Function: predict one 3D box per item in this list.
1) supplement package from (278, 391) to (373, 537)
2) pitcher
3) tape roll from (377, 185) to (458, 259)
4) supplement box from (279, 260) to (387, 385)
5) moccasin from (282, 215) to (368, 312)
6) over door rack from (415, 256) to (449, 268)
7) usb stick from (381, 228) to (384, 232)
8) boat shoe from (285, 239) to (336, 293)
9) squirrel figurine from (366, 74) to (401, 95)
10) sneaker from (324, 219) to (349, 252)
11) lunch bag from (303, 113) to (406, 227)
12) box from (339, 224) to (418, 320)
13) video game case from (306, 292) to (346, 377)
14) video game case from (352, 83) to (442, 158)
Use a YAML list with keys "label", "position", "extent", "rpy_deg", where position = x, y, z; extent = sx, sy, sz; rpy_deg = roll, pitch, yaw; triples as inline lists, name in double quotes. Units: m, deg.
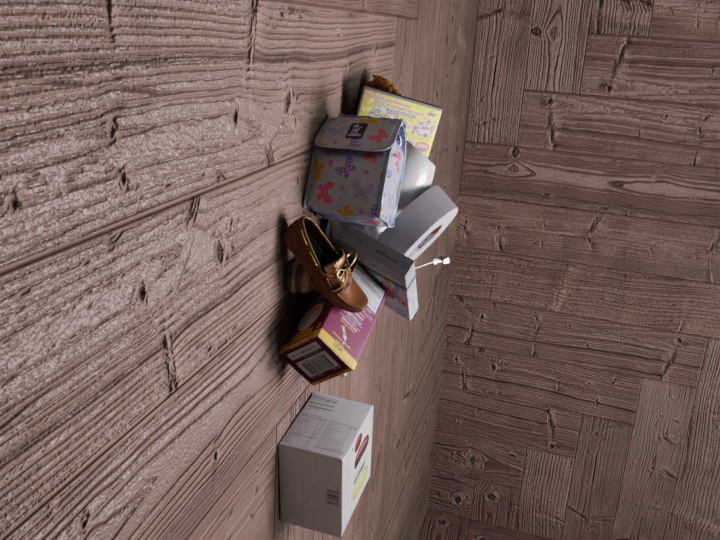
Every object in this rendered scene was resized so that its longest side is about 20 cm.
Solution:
- label: "supplement package"
  position: [-0.070, 0.403, 1.484]
  extent: [0.200, 0.143, 0.196]
  rpy_deg: [-50, 145, -61]
- label: "pitcher"
  position: [0.056, -0.172, 1.469]
  extent: [0.201, 0.120, 0.172]
  rpy_deg: [-49, -156, 10]
- label: "tape roll"
  position: [0.112, -0.081, 1.458]
  extent: [0.199, 0.066, 0.201]
  rpy_deg: [-42, 171, -8]
- label: "supplement box"
  position: [-0.050, 0.100, 1.349]
  extent: [0.103, 0.130, 0.202]
  rpy_deg: [44, 45, -19]
- label: "moccasin"
  position: [-0.052, -0.011, 1.257]
  extent: [0.203, 0.077, 0.074]
  rpy_deg: [55, 41, -7]
- label: "over door rack"
  position: [0.094, -0.066, 1.598]
  extent: [0.067, 0.195, 0.152]
  rpy_deg: [-143, -141, -73]
- label: "usb stick"
  position: [0.045, -0.108, 1.629]
  extent: [0.196, 0.032, 0.057]
  rpy_deg: [-23, 99, -25]
- label: "boat shoe"
  position: [-0.079, -0.004, 1.364]
  extent: [0.200, 0.072, 0.078]
  rpy_deg: [-53, 148, -61]
- label: "squirrel figurine"
  position: [0.068, -0.347, 1.625]
  extent: [0.188, 0.137, 0.204]
  rpy_deg: [-72, 166, -53]
- label: "sneaker"
  position: [-0.022, -0.061, 1.502]
  extent: [0.203, 0.097, 0.076]
  rpy_deg: [79, 27, -48]
- label: "lunch bag"
  position: [-0.007, -0.199, 1.349]
  extent: [0.127, 0.165, 0.206]
  rpy_deg: [32, 69, -69]
- label: "box"
  position: [0.041, 0.007, 1.398]
  extent: [0.042, 0.154, 0.201]
  rpy_deg: [-53, 159, -18]
- label: "video game case"
  position: [-0.054, 0.097, 1.456]
  extent: [0.143, 0.018, 0.203]
  rpy_deg: [40, 49, -25]
- label: "video game case"
  position: [0.066, -0.285, 1.516]
  extent: [0.026, 0.195, 0.185]
  rpy_deg: [46, -56, 60]
